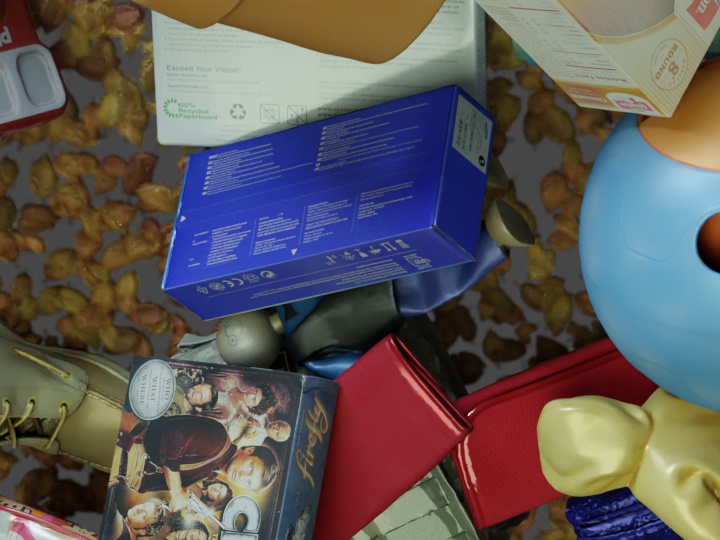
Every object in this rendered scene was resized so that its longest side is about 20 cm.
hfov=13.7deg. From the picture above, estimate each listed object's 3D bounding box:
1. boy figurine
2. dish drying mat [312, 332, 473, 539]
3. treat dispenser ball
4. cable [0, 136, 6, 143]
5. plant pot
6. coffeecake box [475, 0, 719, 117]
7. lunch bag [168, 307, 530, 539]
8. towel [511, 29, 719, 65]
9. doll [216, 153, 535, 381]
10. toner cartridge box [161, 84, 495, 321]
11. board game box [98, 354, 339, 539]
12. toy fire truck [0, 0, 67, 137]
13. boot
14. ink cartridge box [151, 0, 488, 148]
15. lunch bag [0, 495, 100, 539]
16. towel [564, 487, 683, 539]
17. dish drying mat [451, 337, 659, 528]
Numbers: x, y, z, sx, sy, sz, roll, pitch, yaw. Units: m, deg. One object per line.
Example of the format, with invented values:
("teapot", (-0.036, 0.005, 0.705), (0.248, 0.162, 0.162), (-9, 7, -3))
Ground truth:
("boy figurine", (0.197, 0.114, 1.696), (0.199, 0.125, 0.065), (8, 140, -8))
("dish drying mat", (-0.024, 0.122, 1.743), (0.077, 0.018, 0.200), (48, 118, 0))
("treat dispenser ball", (0.220, -0.020, 1.644), (0.200, 0.201, 0.201), (5, 114, 12))
("cable", (-0.281, -0.123, 1.806), (0.097, 0.050, 0.200), (-18, 113, 50))
("plant pot", (-0.018, -0.202, 1.603), (0.140, 0.200, 0.200), (27, 118, -18))
("coffeecake box", (0.118, -0.199, 1.553), (0.073, 0.154, 0.200), (12, 158, 48))
("lunch bag", (-0.016, 0.108, 1.812), (0.164, 0.118, 0.200), (-25, 98, 21))
("towel", (0.177, -0.188, 1.684), (0.199, 0.022, 0.147), (-2, 112, 14))
("doll", (0.000, 0.000, 1.740), (0.200, 0.048, 0.137), (-32, 67, 20))
("toner cartridge box", (-0.019, -0.037, 1.711), (0.200, 0.095, 0.043), (-12, 144, 36))
("board game box", (-0.090, 0.154, 1.726), (0.135, 0.035, 0.201), (4, 81, 38))
("toy fire truck", (-0.265, -0.144, 1.716), (0.112, 0.200, 0.168), (-22, 90, 40))
("boot", (-0.220, 0.096, 1.835), (0.200, 0.155, 0.073), (27, 117, 2))
("ink cartridge box", (-0.025, -0.167, 1.734), (0.199, 0.041, 0.201), (4, 113, 12))
("lunch bag", (-0.148, 0.210, 1.865), (0.200, 0.176, 0.082), (24, 87, 15))
("towel", (0.237, 0.173, 1.809), (0.200, 0.050, 0.148), (-21, 105, 22))
("dish drying mat", (0.148, 0.079, 1.744), (0.200, 0.018, 0.077), (-22, 101, -10))
